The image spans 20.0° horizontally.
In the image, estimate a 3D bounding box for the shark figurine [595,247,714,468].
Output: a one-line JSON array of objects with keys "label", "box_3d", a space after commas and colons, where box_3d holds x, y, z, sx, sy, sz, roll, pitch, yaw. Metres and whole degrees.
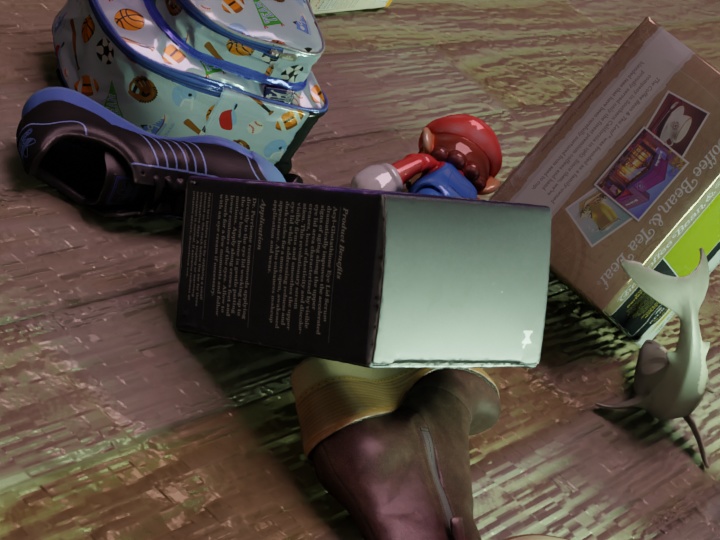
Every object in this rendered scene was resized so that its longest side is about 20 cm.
[{"label": "shark figurine", "box_3d": [0.221, 0.078, 1.546, 0.089, 0.215, 0.128, -9, 67, -2]}]

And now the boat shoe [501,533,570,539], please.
[{"label": "boat shoe", "box_3d": [0.071, 0.198, 1.174, 0.200, 0.072, 0.065, 4, 45, -43]}]

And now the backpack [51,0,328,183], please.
[{"label": "backpack", "box_3d": [-0.130, -0.168, 1.536, 0.190, 0.154, 0.200, 4, 38, -29]}]

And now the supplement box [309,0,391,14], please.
[{"label": "supplement box", "box_3d": [-0.045, -0.316, 1.996, 0.126, 0.074, 0.200, 41, 25, 17]}]

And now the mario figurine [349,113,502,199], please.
[{"label": "mario figurine", "box_3d": [0.059, -0.045, 1.638, 0.106, 0.124, 0.200, -7, 29, 16]}]

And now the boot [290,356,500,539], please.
[{"label": "boot", "box_3d": [0.046, 0.135, 1.292, 0.200, 0.072, 0.166, 9, 47, -49]}]

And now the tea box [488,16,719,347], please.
[{"label": "tea box", "box_3d": [0.228, -0.065, 1.635, 0.134, 0.200, 0.197, 42, 2, 19]}]

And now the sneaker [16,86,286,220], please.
[{"label": "sneaker", "box_3d": [-0.143, -0.060, 1.409, 0.200, 0.070, 0.078, 18, 31, -17]}]

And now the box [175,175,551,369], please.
[{"label": "box", "box_3d": [0.000, 0.000, 1.297, 0.148, 0.104, 0.200, 3, 3, -43]}]
